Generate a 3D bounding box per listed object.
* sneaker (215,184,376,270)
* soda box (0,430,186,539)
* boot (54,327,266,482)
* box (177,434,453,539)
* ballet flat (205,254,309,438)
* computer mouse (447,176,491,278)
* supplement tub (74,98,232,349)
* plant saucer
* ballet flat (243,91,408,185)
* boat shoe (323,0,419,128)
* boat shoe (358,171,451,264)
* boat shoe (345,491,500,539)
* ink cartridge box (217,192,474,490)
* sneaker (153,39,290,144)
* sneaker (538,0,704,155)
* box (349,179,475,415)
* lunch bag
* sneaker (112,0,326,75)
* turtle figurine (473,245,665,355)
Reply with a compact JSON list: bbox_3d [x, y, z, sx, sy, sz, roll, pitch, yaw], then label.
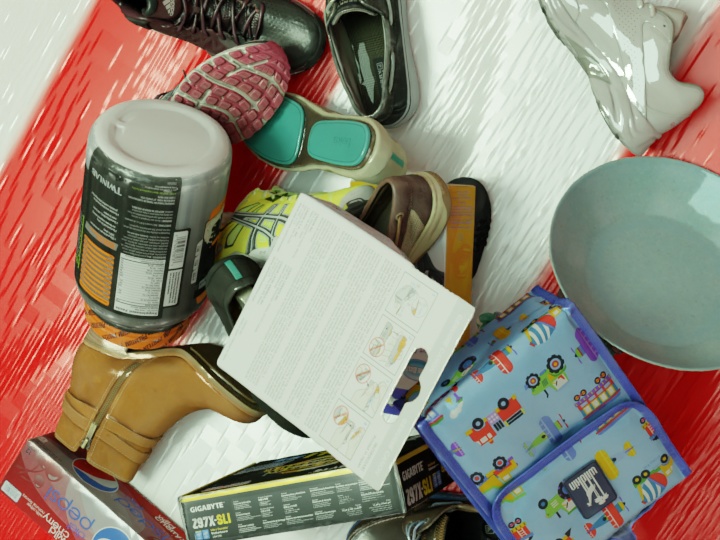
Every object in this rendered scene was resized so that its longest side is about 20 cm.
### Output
[{"bbox_3d":[-0.068,-0.042,1.384,0.200,0.075,0.077,-22,81,37],"label":"sneaker"},{"bbox_3d":[-0.238,0.236,1.485,0.200,0.070,0.063,38,104,15],"label":"soda box"},{"bbox_3d":[-0.187,0.131,1.457,0.200,0.077,0.155,29,103,16],"label":"boot"},{"bbox_3d":[-0.031,0.184,1.358,0.200,0.160,0.049,-12,88,21],"label":"box"},{"bbox_3d":[-0.072,0.077,1.368,0.068,0.068,0.200,-36,116,-10],"label":"ballet flat"},{"bbox_3d":[0.069,0.016,1.379,0.059,0.034,0.200,15,99,18],"label":"computer mouse"},{"bbox_3d":[-0.182,-0.036,1.373,0.122,0.123,0.200,28,130,17],"label":"supplement tub"},{"bbox_3d":[0.243,0.000,1.266,0.201,0.039,0.201,4,58,-7],"label":"plant saucer"},{"bbox_3d":[-0.032,-0.112,1.385,0.200,0.069,0.070,24,103,47],"label":"ballet flat"},{"bbox_3d":[0.004,-0.222,1.369,0.072,0.071,0.200,-19,86,20],"label":"boat shoe"},{"bbox_3d":[0.000,0.000,1.325,0.072,0.072,0.200,54,127,31],"label":"boat shoe"},{"bbox_3d":[0.072,0.226,1.368,0.200,0.072,0.072,-15,87,20],"label":"boat shoe"},{"bbox_3d":[-0.007,0.054,1.241,0.200,0.057,0.163,33,101,32],"label":"ink cartridge box"},{"bbox_3d":[-0.146,-0.144,1.411,0.200,0.075,0.081,-33,120,26],"label":"sneaker"},{"bbox_3d":[0.213,-0.200,1.301,0.099,0.078,0.200,-30,89,10],"label":"sneaker"},{"bbox_3d":[0.040,0.023,1.364,0.119,0.041,0.200,7,98,46],"label":"box"},{"bbox_3d":[0.149,0.138,1.237,0.151,0.094,0.200,-39,103,-4],"label":"lunch bag"},{"bbox_3d":[-0.137,-0.220,1.398,0.200,0.115,0.076,16,98,19],"label":"sneaker"},{"bbox_3d":[0.158,0.079,1.315,0.150,0.101,0.200,40,93,-1],"label":"turtle figurine"}]
